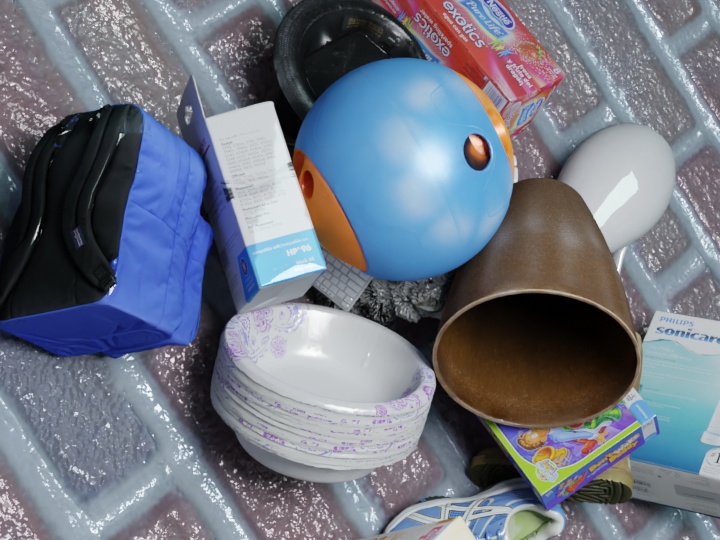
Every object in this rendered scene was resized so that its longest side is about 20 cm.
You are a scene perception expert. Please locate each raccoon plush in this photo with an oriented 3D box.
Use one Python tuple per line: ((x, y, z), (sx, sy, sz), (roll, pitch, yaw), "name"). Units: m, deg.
((0.000, 0.000, 1.510), (0.200, 0.134, 0.097), (18, 70, -24), "raccoon plush")

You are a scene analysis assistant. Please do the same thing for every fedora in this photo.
((-0.021, -0.182, 1.578), (0.200, 0.092, 0.201), (18, 57, -29), "fedora")

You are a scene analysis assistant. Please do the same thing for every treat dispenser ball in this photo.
((0.038, -0.090, 1.414), (0.200, 0.201, 0.201), (11, 69, -30), "treat dispenser ball")

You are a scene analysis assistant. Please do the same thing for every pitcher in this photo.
((0.271, -0.052, 1.734), (0.200, 0.121, 0.172), (-49, 131, -30), "pitcher")

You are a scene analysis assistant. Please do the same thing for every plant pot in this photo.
((0.166, 0.013, 1.480), (0.187, 0.187, 0.200), (30, 41, -22), "plant pot")

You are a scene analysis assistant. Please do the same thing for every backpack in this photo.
((-0.217, -0.032, 1.370), (0.168, 0.162, 0.200), (36, 52, -52), "backpack")

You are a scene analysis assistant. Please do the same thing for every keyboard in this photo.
((-0.077, -0.040, 1.490), (0.200, 0.056, 0.011), (38, 41, 2), "keyboard")

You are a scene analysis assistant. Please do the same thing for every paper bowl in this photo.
((-0.038, 0.118, 1.433), (0.200, 0.201, 0.105), (-1, 116, -34), "paper bowl")

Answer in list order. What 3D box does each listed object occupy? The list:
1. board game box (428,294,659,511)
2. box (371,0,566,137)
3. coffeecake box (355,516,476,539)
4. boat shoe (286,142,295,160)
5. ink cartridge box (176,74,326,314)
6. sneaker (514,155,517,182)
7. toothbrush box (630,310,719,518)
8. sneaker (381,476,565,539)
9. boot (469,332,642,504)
((0.178, 0.115, 1.535), (0.134, 0.045, 0.200), (-34, 58, -5), "board game box")
((0.105, -0.234, 1.647), (0.095, 0.100, 0.200), (-27, 72, -38), "box")
((0.004, 0.301, 1.378), (0.153, 0.200, 0.073), (-38, 97, -35), "coffeecake box")
((-0.033, -0.092, 1.563), (0.200, 0.070, 0.070), (12, 28, -36), "boat shoe")
((-0.101, -0.074, 1.409), (0.068, 0.116, 0.200), (-16, 81, -17), "ink cartridge box")
((0.109, -0.065, 1.646), (0.082, 0.077, 0.200), (20, 63, -18), "sneaker")
((0.360, 0.153, 1.685), (0.200, 0.146, 0.085), (-62, 146, -31), "toothbrush box")
((0.105, 0.254, 1.511), (0.200, 0.077, 0.076), (-21, 104, -15), "sneaker")
((0.207, 0.146, 1.643), (0.175, 0.066, 0.200), (8, 50, 1), "boot")
